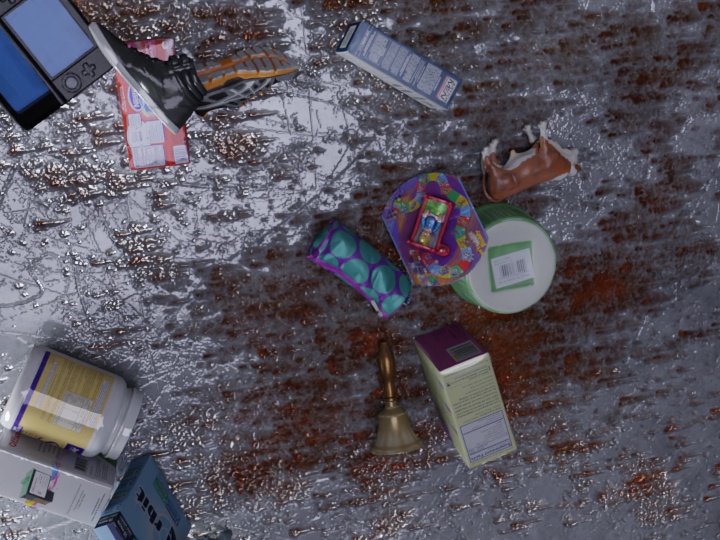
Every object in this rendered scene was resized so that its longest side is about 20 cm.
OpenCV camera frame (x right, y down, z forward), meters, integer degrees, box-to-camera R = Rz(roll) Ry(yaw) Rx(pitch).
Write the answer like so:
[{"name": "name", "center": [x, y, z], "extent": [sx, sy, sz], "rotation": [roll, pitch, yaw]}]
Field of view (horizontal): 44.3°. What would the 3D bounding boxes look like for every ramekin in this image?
[{"name": "ramekin", "center": [0.260, -0.018, 1.620], "extent": [0.198, 0.098, 0.202], "rotation": [-3, 104, -12]}]

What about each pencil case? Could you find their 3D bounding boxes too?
[{"name": "pencil case", "center": [0.000, 0.000, 1.573], "extent": [0.200, 0.085, 0.093], "rotation": [39, 60, -17]}]

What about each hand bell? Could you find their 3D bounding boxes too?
[{"name": "hand bell", "center": [0.054, 0.233, 1.658], "extent": [0.103, 0.104, 0.202], "rotation": [-8, 94, -10]}]

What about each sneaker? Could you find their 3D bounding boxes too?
[{"name": "sneaker", "center": [-0.313, -0.313, 1.337], "extent": [0.099, 0.071, 0.200], "rotation": [-42, 114, -2]}, {"name": "sneaker", "center": [-0.197, -0.312, 1.466], "extent": [0.198, 0.079, 0.078], "rotation": [-15, 135, -13]}]

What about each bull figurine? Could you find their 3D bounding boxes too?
[{"name": "bull figurine", "center": [0.307, -0.199, 1.605], "extent": [0.199, 0.065, 0.122], "rotation": [-25, 104, -8]}]

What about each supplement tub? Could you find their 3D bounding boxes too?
[{"name": "supplement tub", "center": [-0.483, 0.226, 1.492], "extent": [0.199, 0.145, 0.146], "rotation": [25, 97, -17]}]

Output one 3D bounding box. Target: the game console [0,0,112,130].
[{"name": "game console", "center": [-0.505, -0.348, 1.358], "extent": [0.175, 0.116, 0.201], "rotation": [-37, 109, -1]}]

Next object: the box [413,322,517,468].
[{"name": "box", "center": [0.190, 0.224, 1.625], "extent": [0.096, 0.176, 0.202], "rotation": [-20, 107, -6]}]

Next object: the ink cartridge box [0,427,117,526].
[{"name": "ink cartridge box", "center": [-0.525, 0.338, 1.510], "extent": [0.199, 0.145, 0.084], "rotation": [25, 98, -17]}]

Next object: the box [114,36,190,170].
[{"name": "box", "center": [-0.336, -0.269, 1.425], "extent": [0.099, 0.095, 0.202], "rotation": [-9, 105, -11]}]

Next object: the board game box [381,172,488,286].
[{"name": "board game box", "center": [0.127, -0.075, 1.552], "extent": [0.157, 0.039, 0.201], "rotation": [-27, 81, 14]}]

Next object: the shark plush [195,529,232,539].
[{"name": "shark plush", "center": [-0.270, 0.520, 1.606], "extent": [0.091, 0.083, 0.200], "rotation": [-41, 151, -9]}]

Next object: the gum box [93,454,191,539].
[{"name": "gum box", "center": [-0.374, 0.449, 1.543], "extent": [0.044, 0.200, 0.171], "rotation": [-20, 109, 11]}]

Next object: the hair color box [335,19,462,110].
[{"name": "hair color box", "center": [0.064, -0.345, 1.494], "extent": [0.199, 0.100, 0.061], "rotation": [27, 96, -18]}]
